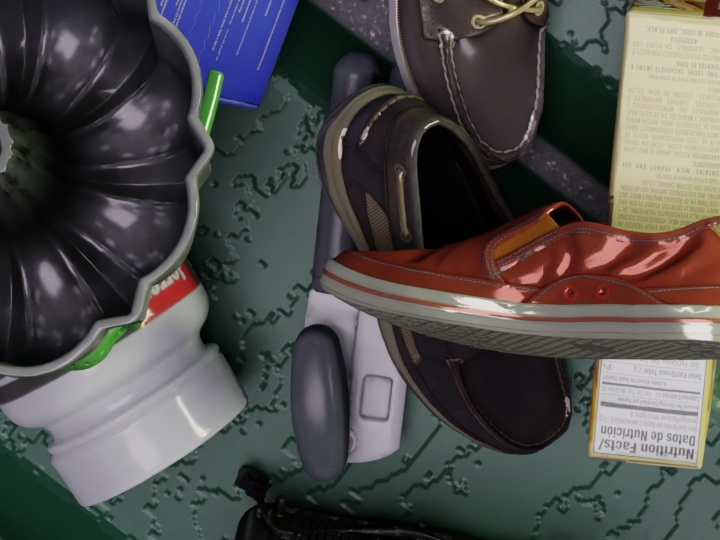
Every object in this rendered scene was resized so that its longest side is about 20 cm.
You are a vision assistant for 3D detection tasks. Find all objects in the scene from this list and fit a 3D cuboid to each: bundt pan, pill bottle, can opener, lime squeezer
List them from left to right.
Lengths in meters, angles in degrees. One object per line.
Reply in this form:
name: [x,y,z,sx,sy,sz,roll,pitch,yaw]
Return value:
bundt pan: [-0.156,-0.044,1.116,0.201,0.076,0.203,-1,80,6]
pill bottle: [-0.142,0.001,1.230,0.114,0.114,0.200,-30,96,14]
lime squeezer: [-0.119,-0.001,1.165,0.200,0.038,0.071,-40,66,-5]
can opener: [0.000,0.000,1.232,0.053,0.067,0.201,7,104,7]

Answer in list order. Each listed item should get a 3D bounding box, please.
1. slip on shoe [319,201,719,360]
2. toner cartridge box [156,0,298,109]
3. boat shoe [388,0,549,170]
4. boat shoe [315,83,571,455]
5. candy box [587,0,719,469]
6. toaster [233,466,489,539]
slip on shoe: [0.077,0.002,1.113,0.199,0.074,0.061,1,79,28]
toner cartridge box: [-0.059,-0.180,1.189,0.095,0.043,0.201,10,108,-38]
boat shoe: [0.054,-0.142,1.185,0.072,0.059,0.201,-11,101,-26]
boat shoe: [0.047,0.008,1.196,0.074,0.073,0.200,-40,117,-18]
candy box: [0.140,-0.023,1.179,0.055,0.115,0.201,5,103,9]
toaster: [0.015,0.191,1.218,0.180,0.200,0.119,11,107,-2]
